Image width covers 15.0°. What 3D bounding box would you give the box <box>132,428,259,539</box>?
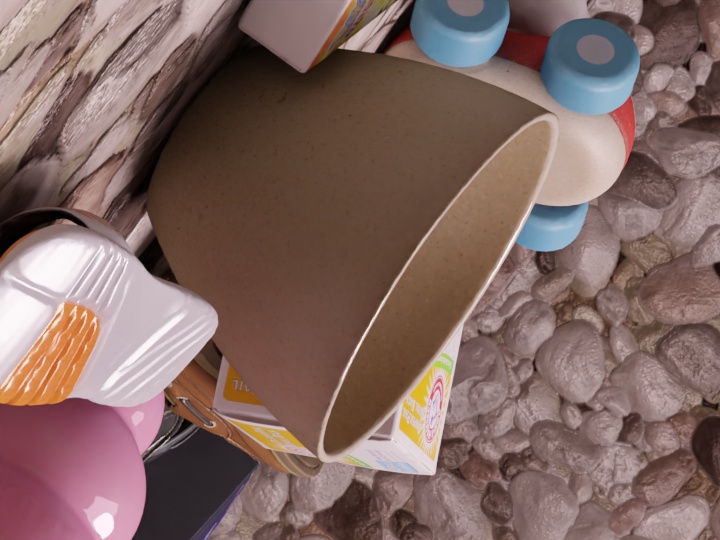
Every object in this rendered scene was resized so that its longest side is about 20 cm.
[{"bbox_3d":[-0.177,0.220,2.188,0.141,0.079,0.200,-59,174,29],"label":"box"}]

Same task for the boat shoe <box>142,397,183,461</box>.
[{"bbox_3d":[-0.165,0.139,1.566,0.200,0.068,0.072,-42,166,-38],"label":"boat shoe"}]

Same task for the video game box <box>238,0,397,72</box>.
[{"bbox_3d":[0.037,-0.203,1.279,0.200,0.047,0.182,-56,173,29],"label":"video game box"}]

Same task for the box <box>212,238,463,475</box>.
[{"bbox_3d":[0.000,0.000,1.475,0.112,0.101,0.200,49,50,-70],"label":"box"}]

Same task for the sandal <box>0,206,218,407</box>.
[{"bbox_3d":[-0.123,0.013,1.121,0.079,0.059,0.207,-49,162,3],"label":"sandal"}]

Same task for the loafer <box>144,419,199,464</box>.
[{"bbox_3d":[-0.085,0.041,1.691,0.201,0.068,0.070,-49,-159,-14],"label":"loafer"}]

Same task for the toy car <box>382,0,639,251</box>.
[{"bbox_3d":[0.116,-0.155,1.846,0.184,0.177,0.200,104,8,-54],"label":"toy car"}]

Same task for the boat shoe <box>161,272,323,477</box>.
[{"bbox_3d":[-0.076,0.056,1.549,0.200,0.068,0.072,58,38,-53],"label":"boat shoe"}]

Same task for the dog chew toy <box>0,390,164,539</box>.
[{"bbox_3d":[-0.151,0.100,1.198,0.200,0.124,0.125,-60,180,-35],"label":"dog chew toy"}]

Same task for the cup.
[{"bbox_3d":[-0.018,-0.028,1.321,0.200,0.143,0.200,-53,168,-17],"label":"cup"}]
